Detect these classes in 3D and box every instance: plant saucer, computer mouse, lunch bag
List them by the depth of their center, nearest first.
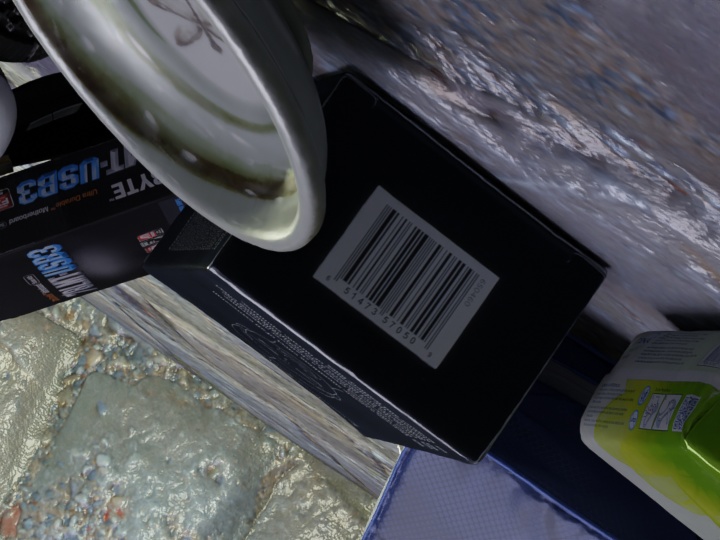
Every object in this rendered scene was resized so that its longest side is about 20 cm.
[{"bbox_3d":[-0.072,-0.099,0.979,0.200,0.050,0.200,42,160,18],"label":"plant saucer"},{"bbox_3d":[0.102,0.122,1.261,0.200,0.132,0.136,34,131,10],"label":"lunch bag"},{"bbox_3d":[-0.197,-0.080,1.413,0.140,0.199,0.046,-148,47,-73],"label":"computer mouse"}]

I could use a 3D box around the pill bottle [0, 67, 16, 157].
[{"bbox_3d":[-0.268,-0.136,1.325,0.200,0.112,0.112,60,-176,27],"label":"pill bottle"}]

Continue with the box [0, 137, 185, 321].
[{"bbox_3d":[-0.162,-0.024,1.432,0.200,0.198,0.050,86,164,-80],"label":"box"}]

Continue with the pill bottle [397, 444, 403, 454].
[{"bbox_3d":[0.110,0.128,1.434,0.112,0.112,0.200,27,168,50],"label":"pill bottle"}]

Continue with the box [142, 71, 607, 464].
[{"bbox_3d":[0.000,0.000,1.153,0.148,0.107,0.200,37,172,-11],"label":"box"}]

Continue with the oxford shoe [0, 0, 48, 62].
[{"bbox_3d":[-0.207,-0.172,1.232,0.200,0.073,0.085,42,-167,-50],"label":"oxford shoe"}]

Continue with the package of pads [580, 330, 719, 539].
[{"bbox_3d":[0.199,0.101,1.046,0.200,0.068,0.154,38,171,-9],"label":"package of pads"}]
